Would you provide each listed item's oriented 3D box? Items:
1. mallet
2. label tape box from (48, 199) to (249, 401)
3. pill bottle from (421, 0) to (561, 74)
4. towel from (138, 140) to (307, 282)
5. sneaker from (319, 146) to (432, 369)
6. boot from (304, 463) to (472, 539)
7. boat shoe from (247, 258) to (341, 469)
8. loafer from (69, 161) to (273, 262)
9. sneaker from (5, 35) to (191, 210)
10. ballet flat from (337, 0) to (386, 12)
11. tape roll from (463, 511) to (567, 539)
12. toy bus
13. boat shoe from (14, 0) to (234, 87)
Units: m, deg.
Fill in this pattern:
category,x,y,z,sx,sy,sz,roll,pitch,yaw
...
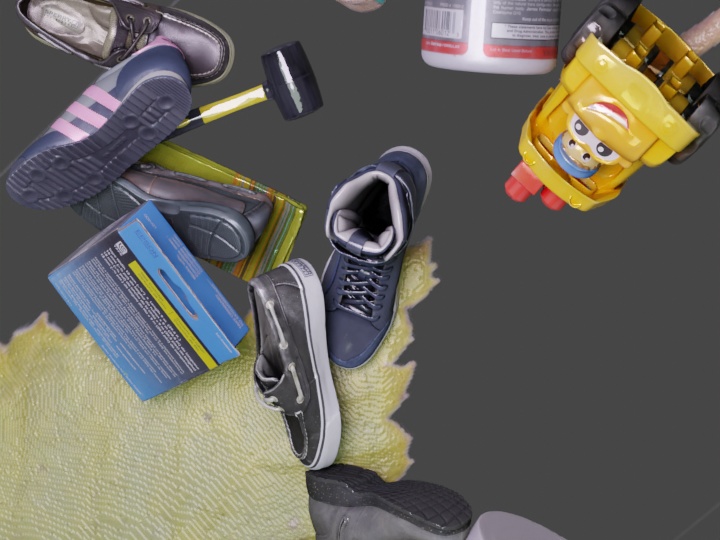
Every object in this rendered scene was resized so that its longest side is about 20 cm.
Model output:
category,x,y,z,sx,sy,sz,roll,pitch,yaw
mallet,-0.134,-0.148,1.700,0.198,0.041,0.067,-13,96,4
label tape box,-0.170,0.021,1.670,0.145,0.063,0.199,53,146,-8
pill bottle,0.113,-0.267,1.606,0.115,0.116,0.202,6,100,10
towel,-0.151,-0.059,1.743,0.198,0.018,0.087,25,102,7
sneaker,-0.001,-0.001,1.657,0.076,0.146,0.204,17,103,6
boot,0.024,0.250,1.701,0.199,0.067,0.132,9,104,48
boat shoe,-0.065,0.089,1.697,0.063,0.071,0.202,-21,117,-27
loafer,-0.168,-0.058,1.715,0.198,0.063,0.072,17,133,25
sneaker,-0.223,-0.126,1.679,0.199,0.083,0.070,-30,130,21
ballet flat,-0.058,-0.292,1.662,0.199,0.067,0.068,33,103,5
tape roll,0.144,0.321,1.648,0.202,0.203,0.140,35,103,4
toy bus,0.190,-0.116,1.578,0.136,0.200,0.192,44,112,-1
boat shoe,-0.210,-0.203,1.707,0.198,0.065,0.074,12,99,8
